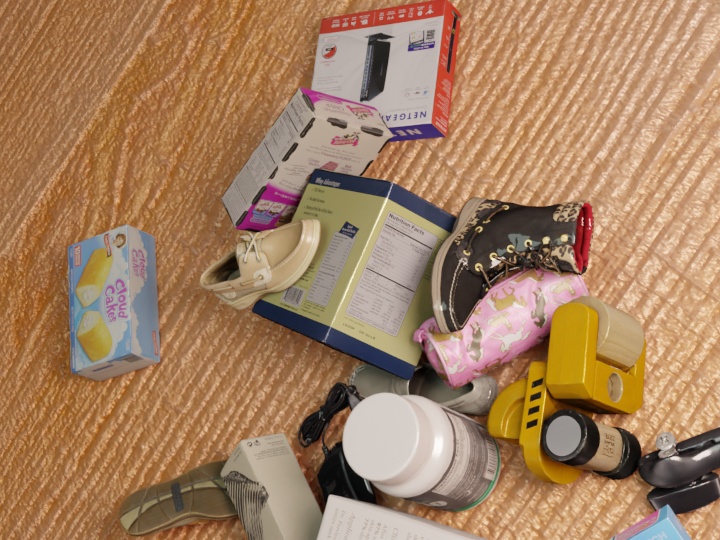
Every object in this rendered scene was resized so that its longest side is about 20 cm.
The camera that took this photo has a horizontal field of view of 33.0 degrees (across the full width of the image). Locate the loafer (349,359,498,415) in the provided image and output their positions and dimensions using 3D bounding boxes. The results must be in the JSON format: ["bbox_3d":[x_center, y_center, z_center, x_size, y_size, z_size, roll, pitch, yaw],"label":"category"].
[{"bbox_3d":[0.068,0.137,1.467,0.199,0.070,0.070,-1,72,31],"label":"loafer"}]

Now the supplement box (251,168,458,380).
[{"bbox_3d":[0.000,0.000,1.479,0.200,0.134,0.200,17,82,58],"label":"supplement box"}]

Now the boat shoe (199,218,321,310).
[{"bbox_3d":[-0.123,-0.012,1.479,0.200,0.065,0.072,-30,44,44],"label":"boat shoe"}]

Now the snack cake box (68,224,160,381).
[{"bbox_3d":[-0.357,0.047,1.763,0.115,0.067,0.201,-19,64,26],"label":"snack cake box"}]

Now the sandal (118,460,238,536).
[{"bbox_3d":[-0.215,0.303,1.587,0.199,0.054,0.081,-17,59,6],"label":"sandal"}]

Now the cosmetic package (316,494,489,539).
[{"bbox_3d":[0.062,0.359,1.333,0.199,0.166,0.168,12,80,35],"label":"cosmetic package"}]

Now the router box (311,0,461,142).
[{"bbox_3d":[0.030,-0.264,1.645,0.199,0.049,0.180,-2,72,31],"label":"router box"}]

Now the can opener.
[{"bbox_3d":[0.384,0.185,1.272,0.199,0.079,0.063,-28,22,17],"label":"can opener"}]

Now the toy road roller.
[{"bbox_3d":[0.224,0.135,1.345,0.146,0.123,0.201,-3,72,43],"label":"toy road roller"}]

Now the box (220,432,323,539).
[{"bbox_3d":[-0.096,0.305,1.491,0.200,0.068,0.082,60,138,31],"label":"box"}]

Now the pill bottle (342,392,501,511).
[{"bbox_3d":[0.070,0.203,1.363,0.113,0.200,0.114,-11,67,28],"label":"pill bottle"}]

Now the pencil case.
[{"bbox_3d":[0.162,0.057,1.393,0.200,0.083,0.087,-31,59,-6],"label":"pencil case"}]

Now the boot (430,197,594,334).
[{"bbox_3d":[0.169,-0.011,1.344,0.150,0.073,0.200,-1,39,28],"label":"boot"}]

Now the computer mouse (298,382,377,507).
[{"bbox_3d":[-0.005,0.236,1.475,0.141,0.046,0.200,-56,43,36],"label":"computer mouse"}]

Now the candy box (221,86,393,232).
[{"bbox_3d":[-0.071,-0.134,1.576,0.200,0.136,0.061,-50,52,29],"label":"candy box"}]

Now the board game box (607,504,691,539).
[{"bbox_3d":[0.271,0.355,1.240,0.200,0.040,0.153,-35,89,17],"label":"board game box"}]
